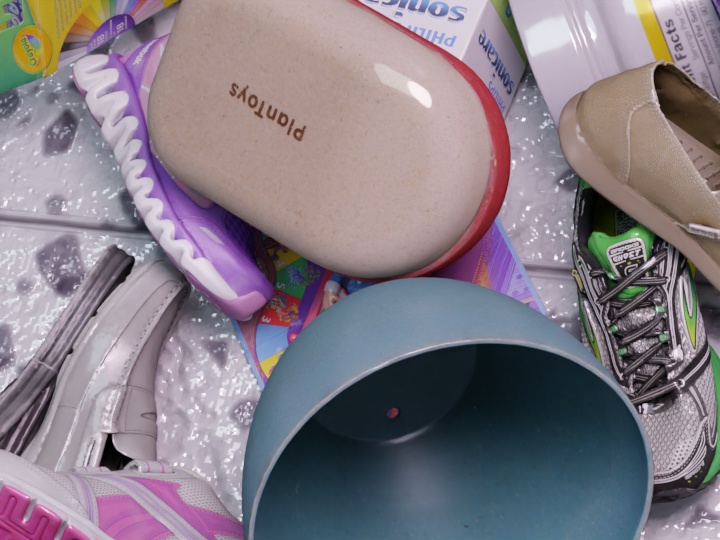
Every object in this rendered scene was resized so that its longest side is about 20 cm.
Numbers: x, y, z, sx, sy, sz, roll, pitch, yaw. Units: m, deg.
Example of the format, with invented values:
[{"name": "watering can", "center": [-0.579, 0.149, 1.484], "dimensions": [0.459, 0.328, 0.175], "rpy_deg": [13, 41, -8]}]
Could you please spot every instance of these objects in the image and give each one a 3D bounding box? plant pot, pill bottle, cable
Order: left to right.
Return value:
[{"name": "cable", "center": [-0.189, 0.063, 1.449], "dimensions": [0.050, 0.097, 0.200], "rpy_deg": [25, 77, 7]}, {"name": "plant pot", "center": [0.028, 0.082, 1.326], "dimensions": [0.200, 0.200, 0.135], "rpy_deg": [-30, 35, 4]}, {"name": "pill bottle", "center": [0.185, -0.142, 1.403], "dimensions": [0.200, 0.114, 0.115], "rpy_deg": [-20, 61, 9]}]

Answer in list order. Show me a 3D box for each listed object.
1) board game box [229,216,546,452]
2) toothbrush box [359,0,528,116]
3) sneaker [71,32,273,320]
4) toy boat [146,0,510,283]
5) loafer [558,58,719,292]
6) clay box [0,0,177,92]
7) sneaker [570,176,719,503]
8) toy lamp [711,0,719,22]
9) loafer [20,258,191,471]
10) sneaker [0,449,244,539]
[{"name": "board game box", "center": [0.000, 0.000, 1.442], "dimensions": [0.158, 0.039, 0.200], "rpy_deg": [-28, 60, 5]}, {"name": "toothbrush box", "center": [0.039, -0.196, 1.493], "dimensions": [0.145, 0.086, 0.200], "rpy_deg": [14, 71, 25]}, {"name": "sneaker", "center": [-0.086, -0.063, 1.472], "dimensions": [0.088, 0.081, 0.200], "rpy_deg": [-30, 54, 2]}, {"name": "toy boat", "center": [-0.004, -0.078, 1.392], "dimensions": [0.200, 0.131, 0.131], "rpy_deg": [33, 111, 28]}, {"name": "loafer", "center": [0.191, -0.034, 1.324], "dimensions": [0.200, 0.067, 0.076], "rpy_deg": [30, 50, -12]}, {"name": "clay box", "center": [-0.136, -0.191, 1.495], "dimensions": [0.200, 0.115, 0.048], "rpy_deg": [-32, 56, -26]}, {"name": "sneaker", "center": [0.137, 0.024, 1.359], "dimensions": [0.078, 0.085, 0.200], "rpy_deg": [-15, 63, 13]}, {"name": "toy lamp", "center": [0.244, -0.074, 1.325], "dimensions": [0.058, 0.058, 0.200], "rpy_deg": [-39, 94, -1]}, {"name": "loafer", "center": [-0.136, 0.089, 1.438], "dimensions": [0.070, 0.070, 0.200], "rpy_deg": [23, 77, 12]}, {"name": "sneaker", "center": [-0.123, 0.138, 1.368], "dimensions": [0.081, 0.200, 0.088], "rpy_deg": [-48, 21, 37]}]
